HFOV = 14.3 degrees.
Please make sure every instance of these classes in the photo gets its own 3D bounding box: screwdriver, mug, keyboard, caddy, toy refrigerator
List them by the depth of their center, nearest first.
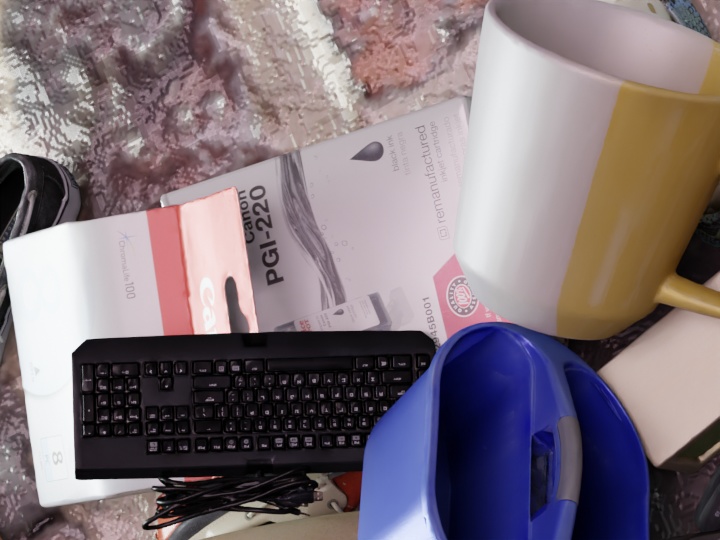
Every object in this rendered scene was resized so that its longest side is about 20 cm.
[{"bbox_3d":[0.080,0.120,1.472,0.105,0.141,0.201,-43,31,39],"label":"caddy"},{"bbox_3d":[0.127,-0.041,1.487,0.186,0.149,0.154,38,119,47],"label":"mug"},{"bbox_3d":[0.225,0.067,1.519,0.029,0.028,0.200,49,131,34],"label":"screwdriver"},{"bbox_3d":[-0.054,0.084,1.538,0.199,0.040,0.105,-2,84,-5],"label":"keyboard"},{"bbox_3d":[0.229,0.025,1.542,0.200,0.076,0.070,-41,71,13],"label":"toy refrigerator"}]

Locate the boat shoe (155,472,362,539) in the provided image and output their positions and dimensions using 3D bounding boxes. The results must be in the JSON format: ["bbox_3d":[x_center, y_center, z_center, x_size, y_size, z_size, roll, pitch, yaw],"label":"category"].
[{"bbox_3d":[-0.032,0.129,1.637,0.199,0.071,0.063,-20,62,26],"label":"boat shoe"}]

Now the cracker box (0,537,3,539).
[{"bbox_3d":[-0.289,0.237,1.743,0.200,0.058,0.134,-42,71,14],"label":"cracker box"}]

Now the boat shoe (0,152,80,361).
[{"bbox_3d":[-0.242,0.018,1.742,0.074,0.068,0.200,39,99,22],"label":"boat shoe"}]

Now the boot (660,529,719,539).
[{"bbox_3d":[0.183,0.217,1.503,0.203,0.073,0.154,-20,75,52],"label":"boot"}]

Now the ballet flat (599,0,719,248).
[{"bbox_3d":[0.168,-0.103,1.586,0.074,0.074,0.200,-37,71,15],"label":"ballet flat"}]

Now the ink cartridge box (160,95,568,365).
[{"bbox_3d":[0.000,0.000,1.636,0.199,0.085,0.146,-18,77,22],"label":"ink cartridge box"}]

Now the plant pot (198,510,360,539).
[{"bbox_3d":[-0.030,0.212,1.564,0.199,0.187,0.188,-27,75,18],"label":"plant pot"}]

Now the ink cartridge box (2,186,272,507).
[{"bbox_3d":[-0.129,0.046,1.633,0.200,0.047,0.161,-14,82,54],"label":"ink cartridge box"}]
